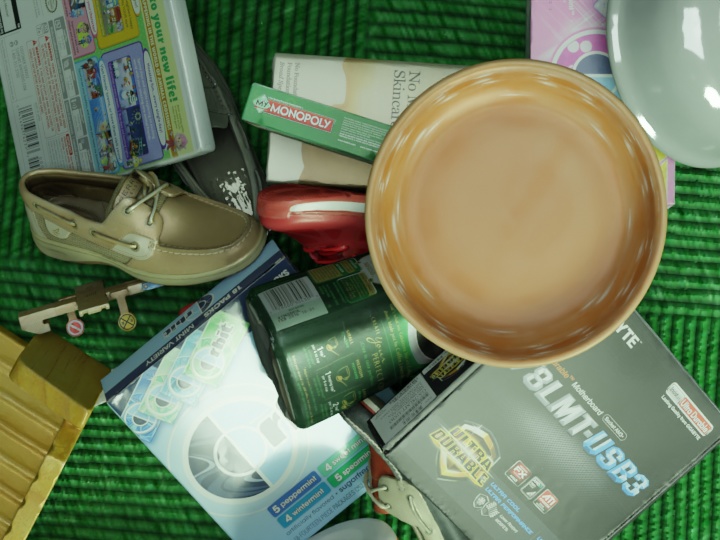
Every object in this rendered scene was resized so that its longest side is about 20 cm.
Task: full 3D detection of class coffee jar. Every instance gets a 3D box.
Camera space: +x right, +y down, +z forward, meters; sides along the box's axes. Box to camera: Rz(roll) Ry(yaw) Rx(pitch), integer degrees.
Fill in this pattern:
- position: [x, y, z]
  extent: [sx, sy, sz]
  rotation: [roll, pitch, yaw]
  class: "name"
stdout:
- position: [0.024, 0.029, 1.127]
  extent: [0.198, 0.085, 0.105]
  rotation: [-21, 126, -11]
  class: "coffee jar"

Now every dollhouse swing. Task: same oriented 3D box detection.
- position: [-0.313, 0.132, 1.183]
  extent: [0.175, 0.182, 0.201]
  rotation: [29, 97, -6]
  class: "dollhouse swing"

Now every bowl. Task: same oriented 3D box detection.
- position: [0.286, -0.179, 1.169]
  extent: [0.199, 0.090, 0.203]
  rotation: [0, 90, -33]
  class: "bowl"

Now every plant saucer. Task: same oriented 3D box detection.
- position: [0.102, -0.038, 1.041]
  extent: [0.198, 0.037, 0.202]
  rotation: [0, 92, 2]
  class: "plant saucer"

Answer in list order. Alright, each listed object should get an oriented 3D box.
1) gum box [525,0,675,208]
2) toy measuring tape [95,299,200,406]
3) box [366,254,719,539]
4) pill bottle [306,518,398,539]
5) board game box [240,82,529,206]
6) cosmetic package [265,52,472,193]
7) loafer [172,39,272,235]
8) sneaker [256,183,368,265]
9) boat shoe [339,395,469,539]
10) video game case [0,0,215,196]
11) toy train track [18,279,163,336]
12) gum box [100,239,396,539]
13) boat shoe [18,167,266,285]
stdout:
- position: [0.186, -0.149, 1.228]
  extent: [0.112, 0.066, 0.202]
  rotation: [1, 88, 2]
  class: "gum box"
- position: [-0.148, 0.069, 1.230]
  extent: [0.198, 0.074, 0.074]
  rotation: [-23, 88, 0]
  class: "toy measuring tape"
- position: [0.139, 0.111, 1.128]
  extent: [0.198, 0.050, 0.200]
  rotation: [-41, 119, 4]
  class: "box"
- position: [0.014, 0.300, 1.190]
  extent: [0.112, 0.113, 0.201]
  rotation: [-25, 101, 1]
  class: "pill bottle"
- position: [0.018, -0.088, 1.126]
  extent: [0.198, 0.135, 0.029]
  rotation: [18, 94, 0]
  class: "board game box"
- position: [0.029, -0.110, 1.229]
  extent: [0.198, 0.071, 0.106]
  rotation: [3, 89, 2]
  class: "cosmetic package"
- position: [-0.124, -0.113, 1.234]
  extent: [0.070, 0.070, 0.201]
  rotation: [-31, 88, 0]
  class: "loafer"
- position: [0.000, 0.000, 1.183]
  extent: [0.199, 0.078, 0.117]
  rotation: [5, 95, -41]
  class: "sneaker"
- position: [0.039, 0.168, 1.194]
  extent: [0.062, 0.071, 0.200]
  rotation: [-37, 119, 2]
  class: "boat shoe"
- position: [-0.208, -0.169, 1.223]
  extent: [0.181, 0.022, 0.202]
  rotation: [-13, 87, 30]
  class: "video game case"
- position: [-0.164, 0.022, 1.219]
  extent: [0.198, 0.115, 0.033]
  rotation: [-16, 102, -9]
  class: "toy train track"
- position: [-0.070, 0.107, 1.198]
  extent: [0.170, 0.045, 0.200]
  rotation: [-39, 116, 0]
  class: "gum box"
- position: [-0.168, -0.038, 1.182]
  extent: [0.198, 0.065, 0.072]
  rotation: [5, 48, 19]
  class: "boat shoe"
